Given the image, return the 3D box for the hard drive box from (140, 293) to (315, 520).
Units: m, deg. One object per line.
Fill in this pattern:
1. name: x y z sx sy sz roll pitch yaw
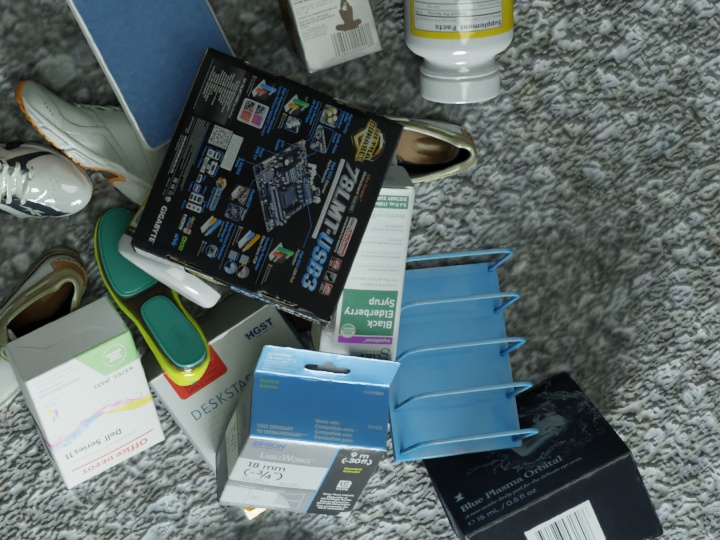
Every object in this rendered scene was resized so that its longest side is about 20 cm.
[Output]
1. hard drive box: -0.113 0.137 1.710 0.155 0.077 0.201 -34 113 0

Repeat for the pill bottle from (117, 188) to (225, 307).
1. pill bottle: -0.138 -0.075 1.564 0.112 0.112 0.201 35 83 -22

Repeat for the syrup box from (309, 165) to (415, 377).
1. syrup box: 0.000 0.000 1.592 0.078 0.082 0.201 3 109 -9

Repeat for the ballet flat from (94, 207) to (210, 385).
1. ballet flat: -0.214 0.032 1.630 0.067 0.067 0.201 -25 70 -18

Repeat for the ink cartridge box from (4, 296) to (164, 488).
1. ink cartridge box: -0.272 0.139 1.637 0.117 0.067 0.201 -27 134 -17

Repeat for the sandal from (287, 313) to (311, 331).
1. sandal: -0.039 -0.009 1.659 0.081 0.055 0.201 6 126 -11

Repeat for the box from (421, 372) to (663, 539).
1. box: 0.189 0.237 1.748 0.196 0.200 0.118 -27 114 -3

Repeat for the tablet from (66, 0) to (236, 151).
1. tablet: -0.199 -0.231 1.561 0.130 0.014 0.201 -34 109 -22

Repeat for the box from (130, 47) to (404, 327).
1. box: -0.085 -0.076 1.487 0.197 0.050 0.201 21 83 -4

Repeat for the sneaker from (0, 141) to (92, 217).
1. sneaker: -0.355 -0.083 1.542 0.198 0.130 0.080 21 106 -16

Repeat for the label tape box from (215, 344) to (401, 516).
1. label tape box: -0.053 0.164 1.608 0.143 0.064 0.200 8 140 -16

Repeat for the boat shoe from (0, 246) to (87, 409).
1. boat shoe: -0.346 0.070 1.635 0.074 0.068 0.201 28 102 -22

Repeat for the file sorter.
1. file sorter: 0.100 0.085 1.670 0.138 0.123 0.201 -5 79 -11

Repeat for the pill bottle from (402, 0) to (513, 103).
1. pill bottle: 0.096 -0.272 1.590 0.110 0.111 0.201 -6 112 -11

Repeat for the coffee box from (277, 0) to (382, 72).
1. coffee box: -0.049 -0.305 1.544 0.079 0.114 0.201 -18 112 -5

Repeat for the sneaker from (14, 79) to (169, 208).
1. sneaker: -0.246 -0.140 1.589 0.200 0.076 0.092 36 91 -29

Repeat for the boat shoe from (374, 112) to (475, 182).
1. boat shoe: 0.020 -0.125 1.637 0.199 0.068 0.075 -5 103 -13
